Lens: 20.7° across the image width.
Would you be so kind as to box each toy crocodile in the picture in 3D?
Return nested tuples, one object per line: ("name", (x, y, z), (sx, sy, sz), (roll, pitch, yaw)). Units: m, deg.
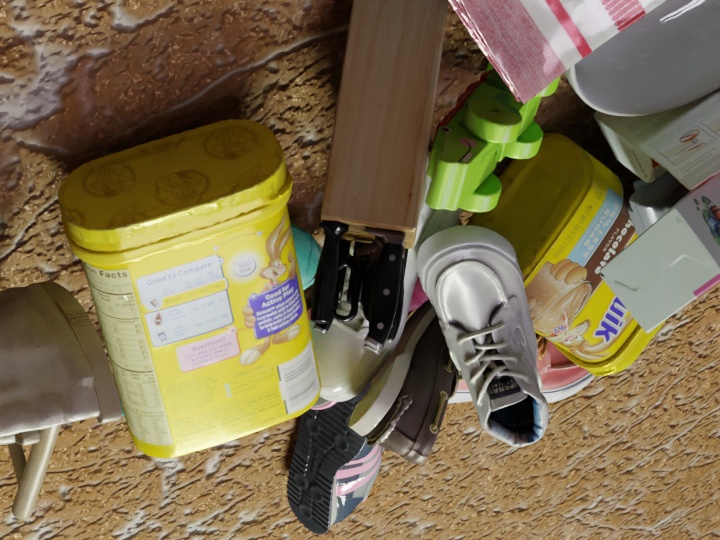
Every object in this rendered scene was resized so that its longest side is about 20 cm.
("toy crocodile", (0.084, -0.098, 1.324), (0.200, 0.061, 0.068), (-50, 158, -52))

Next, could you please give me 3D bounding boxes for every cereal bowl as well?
("cereal bowl", (0.212, -0.203, 1.341), (0.199, 0.084, 0.201), (-21, 148, -14))

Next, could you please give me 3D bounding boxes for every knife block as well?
("knife block", (0.010, -0.056, 1.267), (0.063, 0.176, 0.201), (8, 127, 0))

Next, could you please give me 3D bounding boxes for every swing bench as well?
("swing bench", (-0.289, 0.088, 1.273), (0.198, 0.131, 0.200), (-8, 157, -32))

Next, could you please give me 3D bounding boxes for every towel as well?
("towel", (0.150, -0.202, 1.211), (0.199, 0.023, 0.144), (-35, 135, 7))

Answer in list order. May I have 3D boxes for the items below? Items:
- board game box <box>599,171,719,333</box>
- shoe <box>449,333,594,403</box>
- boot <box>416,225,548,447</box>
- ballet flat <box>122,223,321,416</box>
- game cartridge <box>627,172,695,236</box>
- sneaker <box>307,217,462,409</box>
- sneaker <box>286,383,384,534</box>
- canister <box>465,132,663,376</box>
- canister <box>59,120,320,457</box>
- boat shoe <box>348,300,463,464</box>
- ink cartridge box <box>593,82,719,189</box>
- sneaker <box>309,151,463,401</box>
("board game box", (0.282, -0.052, 1.419), (0.200, 0.064, 0.148), (-37, 176, -22))
("shoe", (0.135, 0.061, 1.668), (0.199, 0.072, 0.091), (-3, 145, -29))
("boot", (0.098, 0.052, 1.423), (0.073, 0.096, 0.200), (-21, 146, 10))
("ballet flat", (-0.121, 0.026, 1.432), (0.199, 0.068, 0.070), (-37, 129, 9))
("game cartridge", (0.293, -0.080, 1.546), (0.200, 0.041, 0.133), (-47, 143, -14))
("sneaker", (0.014, 0.019, 1.531), (0.200, 0.079, 0.095), (-48, 169, 25))
("sneaker", (-0.008, 0.139, 1.690), (0.082, 0.070, 0.201), (-31, 156, -37))
("canister", (0.172, -0.011, 1.562), (0.149, 0.086, 0.200), (-54, 142, 6))
("canister", (-0.109, 0.017, 1.325), (0.147, 0.087, 0.201), (-17, 128, -10))
("boat shoe", (0.047, 0.079, 1.488), (0.072, 0.059, 0.200), (-50, -176, 27))
("ink cartridge box", (0.271, -0.114, 1.413), (0.159, 0.200, 0.047), (-33, 114, 0))
("sneaker", (0.000, 0.000, 1.413), (0.201, 0.073, 0.115), (-63, 161, 6))
